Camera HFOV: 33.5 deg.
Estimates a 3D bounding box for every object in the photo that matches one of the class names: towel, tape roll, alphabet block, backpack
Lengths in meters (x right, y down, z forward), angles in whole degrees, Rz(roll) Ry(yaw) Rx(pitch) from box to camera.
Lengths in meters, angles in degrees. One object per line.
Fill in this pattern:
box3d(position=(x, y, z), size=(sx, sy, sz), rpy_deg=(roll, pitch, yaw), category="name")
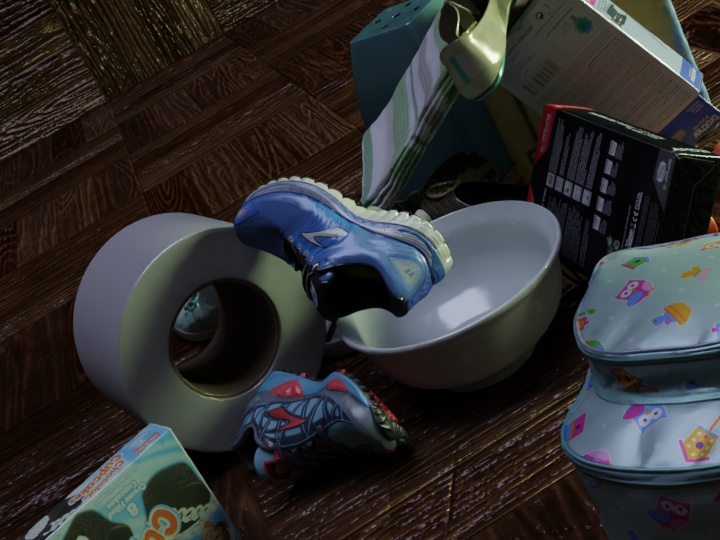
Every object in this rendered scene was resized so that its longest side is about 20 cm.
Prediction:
box3d(position=(0.050, -0.166, 1.182), size=(0.150, 0.030, 0.201), rpy_deg=(-92, 26, -49), category="towel")
box3d(position=(-0.149, 0.052, 1.100), size=(0.202, 0.204, 0.139), rpy_deg=(-38, 24, -21), category="tape roll")
box3d(position=(0.228, -0.218, 1.229), size=(0.198, 0.197, 0.196), rpy_deg=(-23, 21, 16), category="alphabet block")
box3d(position=(0.207, 0.072, 0.697), size=(0.174, 0.154, 0.201), rpy_deg=(-9, 36, 30), category="backpack")

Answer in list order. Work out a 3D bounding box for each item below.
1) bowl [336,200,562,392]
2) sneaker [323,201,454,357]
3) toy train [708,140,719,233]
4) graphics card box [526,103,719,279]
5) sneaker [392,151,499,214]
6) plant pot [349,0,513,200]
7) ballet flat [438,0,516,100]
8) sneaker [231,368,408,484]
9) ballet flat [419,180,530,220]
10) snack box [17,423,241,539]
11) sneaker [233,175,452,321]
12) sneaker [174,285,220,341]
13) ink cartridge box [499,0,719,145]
box3d(position=(0.087, 0.036, 0.989), size=(0.200, 0.091, 0.202), rpy_deg=(-24, 25, 12), category="bowl")
box3d(position=(0.000, 0.000, 1.124), size=(0.198, 0.130, 0.080), rpy_deg=(-13, 25, 34), category="sneaker")
box3d(position=(0.296, -0.077, 1.028), size=(0.149, 0.056, 0.200), rpy_deg=(-12, 27, 37), category="toy train")
box3d(position=(0.207, -0.057, 0.980), size=(0.050, 0.127, 0.200), rpy_deg=(3, 16, -22), category="graphics card box")
box3d(position=(0.064, -0.042, 1.241), size=(0.199, 0.078, 0.080), rpy_deg=(-35, -12, 2), category="sneaker")
box3d(position=(0.082, -0.201, 1.363), size=(0.140, 0.201, 0.142), rpy_deg=(-9, 30, 40), category="plant pot")
box3d(position=(0.102, -0.225, 1.061), size=(0.069, 0.070, 0.201), rpy_deg=(-19, 31, 23), category="ballet flat")
box3d(position=(-0.038, 0.140, 0.969), size=(0.096, 0.079, 0.199), rpy_deg=(-51, 20, -23), category="sneaker")
box3d(position=(0.144, -0.067, 1.135), size=(0.198, 0.047, 0.067), rpy_deg=(10, 41, 32), category="ballet flat")
box3d(position=(-0.193, 0.225, 0.896), size=(0.200, 0.117, 0.037), rpy_deg=(-42, 26, -28), category="snack box")
box3d(position=(-0.029, -0.014, 0.970), size=(0.199, 0.079, 0.089), rpy_deg=(16, 55, 32), category="sneaker")
box3d(position=(-0.168, 0.013, 1.318), size=(0.199, 0.119, 0.074), rpy_deg=(-3, 35, 50), category="sneaker")
box3d(position=(0.221, -0.173, 1.091), size=(0.119, 0.199, 0.042), rpy_deg=(-47, 10, 43), category="ink cartridge box")
